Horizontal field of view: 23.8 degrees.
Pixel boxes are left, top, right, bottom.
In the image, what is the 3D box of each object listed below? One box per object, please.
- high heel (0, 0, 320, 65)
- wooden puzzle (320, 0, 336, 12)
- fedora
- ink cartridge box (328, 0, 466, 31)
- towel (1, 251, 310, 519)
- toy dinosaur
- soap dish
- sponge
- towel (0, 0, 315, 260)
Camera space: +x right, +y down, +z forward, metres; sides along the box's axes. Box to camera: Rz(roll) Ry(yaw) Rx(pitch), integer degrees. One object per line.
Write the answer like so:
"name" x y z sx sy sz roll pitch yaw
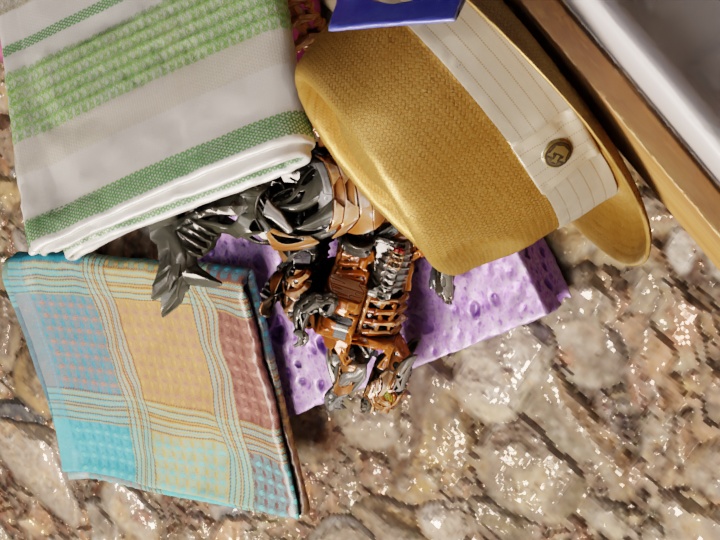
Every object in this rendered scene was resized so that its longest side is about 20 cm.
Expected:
"high heel" -0.117 -0.138 0.842 0.199 0.068 0.096 18 125 -2
"wooden puzzle" 0.012 -0.204 0.774 0.185 0.037 0.200 43 126 13
"fedora" 0.033 -0.059 0.699 0.082 0.201 0.201 -41 81 -1
"ink cartridge box" 0.028 -0.177 0.572 0.136 0.076 0.201 1 87 33
"towel" -0.118 0.061 0.950 0.199 0.022 0.147 4 115 42
"toy dinosaur" -0.024 -0.031 0.809 0.135 0.102 0.201 -4 87 10
"soap dish" 0.156 -0.090 0.651 0.200 0.157 0.081 51 164 7
"sponge" 0.000 0.000 0.865 0.199 0.030 0.112 -24 93 38
"towel" -0.099 -0.116 0.783 0.149 0.031 0.201 -19 68 20
